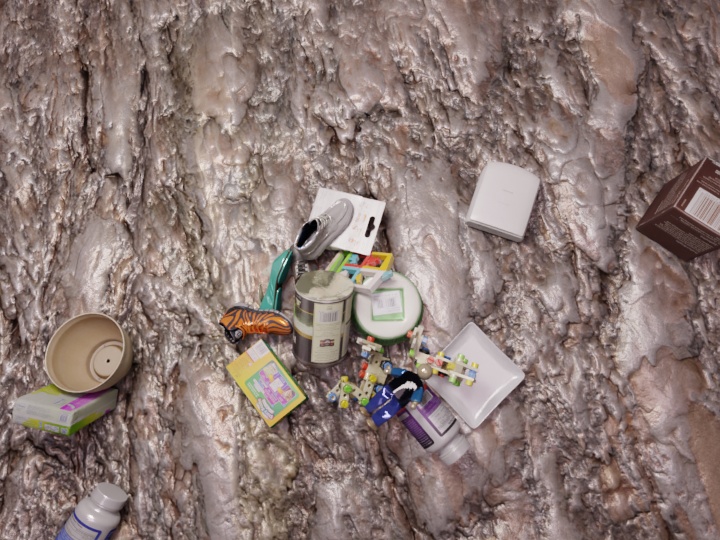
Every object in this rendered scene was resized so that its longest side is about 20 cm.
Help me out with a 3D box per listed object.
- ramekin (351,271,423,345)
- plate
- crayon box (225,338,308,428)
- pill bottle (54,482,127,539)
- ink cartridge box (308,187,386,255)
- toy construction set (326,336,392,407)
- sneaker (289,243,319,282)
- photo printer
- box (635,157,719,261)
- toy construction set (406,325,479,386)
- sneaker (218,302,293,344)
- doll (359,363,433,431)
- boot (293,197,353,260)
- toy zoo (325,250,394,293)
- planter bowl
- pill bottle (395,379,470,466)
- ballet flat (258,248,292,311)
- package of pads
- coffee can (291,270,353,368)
[{"bbox_3d":[0.070,0.096,1.370,0.200,0.098,0.200,0,79,2],"label":"ramekin"},{"bbox_3d":[0.293,0.274,1.364,0.200,0.032,0.200,-44,81,-7],"label":"plate"},{"bbox_3d":[-0.244,0.294,1.362,0.119,0.058,0.200,-38,80,-5],"label":"crayon box"},{"bbox_3d":[-0.669,0.636,1.281,0.112,0.112,0.200,30,81,7],"label":"pill bottle"},{"bbox_3d":[-0.043,-0.131,1.429,0.200,0.050,0.161,15,79,13],"label":"ink cartridge box"},{"bbox_3d":[0.007,0.262,1.331,0.131,0.092,0.200,21,99,-13],"label":"toy construction set"},{"bbox_3d":[-0.148,0.011,1.402,0.077,0.082,0.200,-18,79,-2],"label":"sneaker"},{"bbox_3d":[0.397,-0.198,1.433,0.166,0.069,0.200,20,80,5],"label":"photo printer"},{"bbox_3d":[0.869,-0.153,1.345,0.166,0.200,0.164,35,82,7],"label":"box"},{"bbox_3d":[0.193,0.223,1.295,0.200,0.131,0.092,35,82,10],"label":"toy construction set"},{"bbox_3d":[-0.278,0.153,1.346,0.200,0.078,0.112,9,35,23],"label":"sneaker"},{"bbox_3d":[0.090,0.292,1.256,0.200,0.048,0.137,-39,46,4],"label":"doll"},{"bbox_3d":[-0.095,-0.119,1.362,0.074,0.096,0.200,33,84,18],"label":"boot"},{"bbox_3d":[0.000,0.000,1.355,0.200,0.020,0.131,7,48,34],"label":"toy zoo"},{"bbox_3d":[-0.678,0.223,1.342,0.200,0.135,0.201,-1,69,3],"label":"planter bowl"},{"bbox_3d":[0.178,0.384,1.305,0.111,0.111,0.200,-40,80,-6],"label":"pill bottle"},{"bbox_3d":[-0.237,0.032,1.391,0.070,0.067,0.200,15,98,8],"label":"ballet flat"},{"bbox_3d":[-0.733,0.334,1.295,0.154,0.200,0.068,11,94,4],"label":"package of pads"},{"bbox_3d":[-0.095,0.120,1.301,0.146,0.146,0.200,8,117,3],"label":"coffee can"}]
